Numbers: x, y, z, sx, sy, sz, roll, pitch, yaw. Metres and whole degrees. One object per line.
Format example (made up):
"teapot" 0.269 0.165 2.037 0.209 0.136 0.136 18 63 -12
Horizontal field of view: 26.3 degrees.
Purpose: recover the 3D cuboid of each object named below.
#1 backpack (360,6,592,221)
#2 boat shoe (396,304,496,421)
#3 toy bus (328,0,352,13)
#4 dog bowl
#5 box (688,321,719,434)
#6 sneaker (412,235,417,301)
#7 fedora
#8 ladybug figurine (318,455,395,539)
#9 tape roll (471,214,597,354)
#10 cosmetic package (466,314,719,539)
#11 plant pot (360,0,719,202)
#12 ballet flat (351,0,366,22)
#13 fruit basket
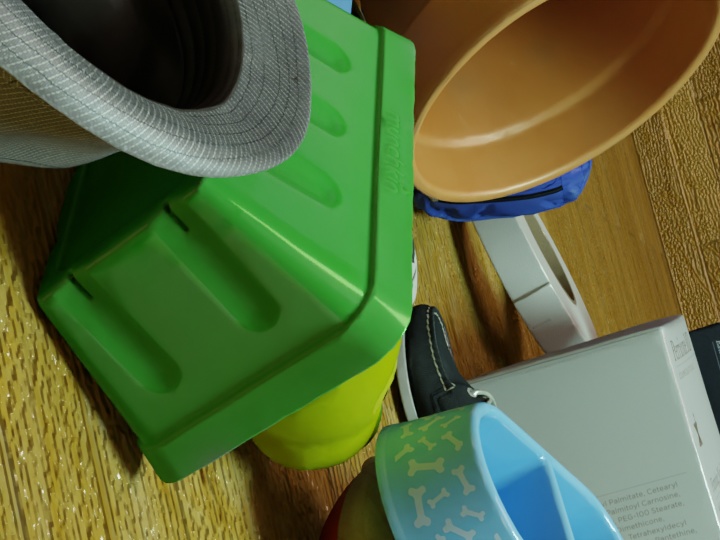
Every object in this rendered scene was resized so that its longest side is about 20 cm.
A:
"backpack" 0.084 -0.124 1.099 0.201 0.161 0.169 75 20 -44
"boat shoe" 0.067 0.112 0.974 0.076 0.060 0.202 29 47 -67
"toy bus" -0.057 -0.195 0.758 0.199 0.135 0.194 10 87 -45
"dog bowl" 0.081 0.134 0.744 0.200 0.049 0.112 43 25 -43
"box" 0.239 0.143 1.256 0.104 0.199 0.149 33 43 -65
"sneaker" 0.000 0.000 0.840 0.200 0.073 0.089 -47 122 -74
"fedora" -0.115 -0.095 0.513 0.200 0.090 0.178 33 37 -40
"ladybug figurine" 0.029 0.184 0.732 0.135 0.072 0.201 30 36 -51
"tape roll" 0.141 -0.010 1.301 0.204 0.037 0.203 58 12 -19
"cosmetic package" 0.175 0.153 1.104 0.167 0.165 0.202 -4 77 -73
"plant pot" 0.084 -0.154 0.860 0.141 0.199 0.200 63 11 24
"ballet flat" -0.025 -0.139 0.895 0.201 0.070 0.071 63 19 -17
"fruit basket" -0.029 0.001 0.658 0.215 0.155 0.217 40 33 -32
